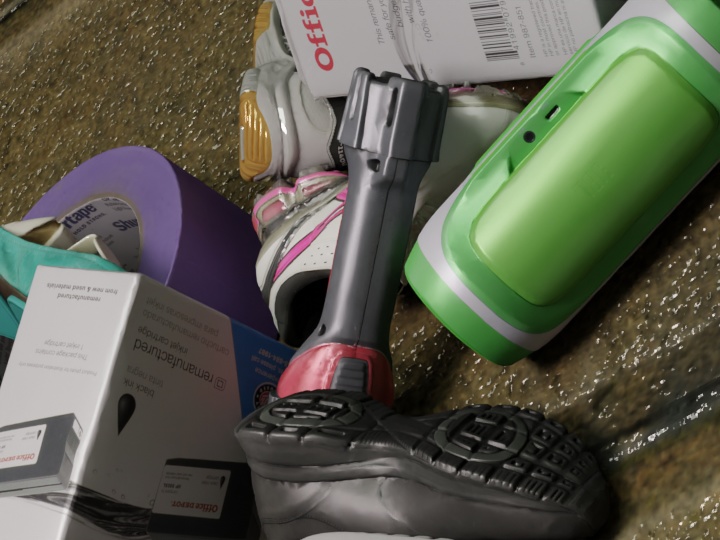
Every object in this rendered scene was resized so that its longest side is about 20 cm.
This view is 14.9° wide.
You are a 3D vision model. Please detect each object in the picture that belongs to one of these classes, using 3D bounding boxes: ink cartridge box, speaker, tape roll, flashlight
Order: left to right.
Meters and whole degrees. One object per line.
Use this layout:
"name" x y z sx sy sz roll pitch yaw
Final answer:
"tape roll" -0.141 0.035 1.581 0.199 0.085 0.201 -32 39 31
"ink cartridge box" -0.119 0.116 1.400 0.084 0.144 0.201 4 73 43
"flashlight" 0.000 0.000 1.387 0.067 0.068 0.202 14 97 31
"ink cartridge box" 0.049 -0.176 1.419 0.199 0.146 0.084 -2 25 39
"speaker" 0.112 -0.050 1.328 0.200 0.088 0.089 -47 34 13

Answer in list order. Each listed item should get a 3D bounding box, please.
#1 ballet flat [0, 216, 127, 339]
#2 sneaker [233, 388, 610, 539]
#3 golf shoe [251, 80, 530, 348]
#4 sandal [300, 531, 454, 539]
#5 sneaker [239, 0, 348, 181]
"ballet flat" -0.175 0.006 1.528 0.070 0.068 0.200 -39 29 -18
"sneaker" 0.032 0.112 1.312 0.199 0.091 0.076 7 22 36
"golf shoe" 0.022 -0.027 1.447 0.200 0.072 0.093 -33 53 41
"sandal" 0.008 0.163 1.278 0.202 0.083 0.050 -16 11 43
"sneaker" -0.021 -0.100 1.567 0.200 0.087 0.076 -88 -2 -63
